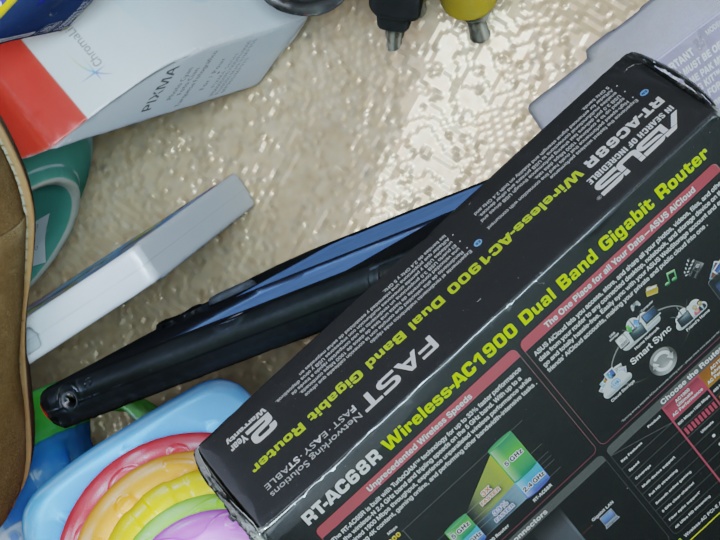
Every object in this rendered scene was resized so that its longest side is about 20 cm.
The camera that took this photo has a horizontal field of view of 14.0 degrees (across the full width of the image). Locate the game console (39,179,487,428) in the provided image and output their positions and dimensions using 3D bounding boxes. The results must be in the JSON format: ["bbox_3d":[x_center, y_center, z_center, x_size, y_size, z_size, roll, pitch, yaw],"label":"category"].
[{"bbox_3d":[0.000,0.000,1.076,0.199,0.177,0.031,-22,90,35],"label":"game console"}]

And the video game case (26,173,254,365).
[{"bbox_3d":[-0.143,0.032,1.169,0.200,0.143,0.017,-32,94,18],"label":"video game case"}]

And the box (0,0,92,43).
[{"bbox_3d":[-0.085,-0.166,1.040,0.200,0.064,0.070,-42,79,32],"label":"box"}]

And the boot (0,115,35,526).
[{"bbox_3d":[-0.152,0.012,1.038,0.073,0.076,0.201,-6,115,4],"label":"boot"}]

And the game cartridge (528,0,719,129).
[{"bbox_3d":[0.174,-0.072,1.101,0.200,0.038,0.130,-37,70,17],"label":"game cartridge"}]

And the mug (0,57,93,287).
[{"bbox_3d":[-0.172,-0.052,1.180,0.114,0.152,0.185,43,103,17],"label":"mug"}]

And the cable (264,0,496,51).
[{"bbox_3d":[0.009,-0.151,1.091,0.097,0.200,0.050,12,55,4],"label":"cable"}]

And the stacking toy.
[{"bbox_3d":[-0.049,0.117,1.036,0.110,0.200,0.116,-33,99,-8],"label":"stacking toy"}]

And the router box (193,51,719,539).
[{"bbox_3d":[0.067,0.051,0.957,0.200,0.150,0.062,-42,34,-3],"label":"router box"}]

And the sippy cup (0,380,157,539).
[{"bbox_3d":[-0.145,0.132,1.177,0.178,0.139,0.131,-32,85,47],"label":"sippy cup"}]

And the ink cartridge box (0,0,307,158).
[{"bbox_3d":[-0.137,-0.125,1.141,0.160,0.200,0.047,50,126,14],"label":"ink cartridge box"}]
